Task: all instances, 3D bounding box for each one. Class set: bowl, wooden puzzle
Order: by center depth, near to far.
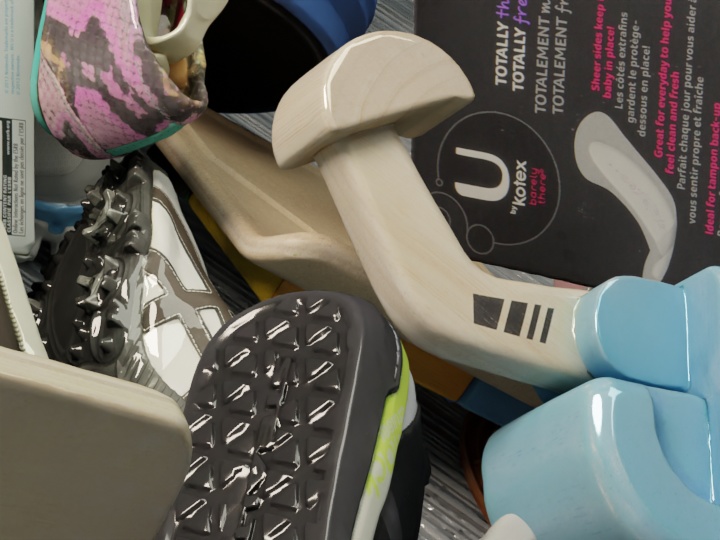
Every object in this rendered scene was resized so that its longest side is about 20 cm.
[{"bbox_3d":[0.000,0.000,0.964,0.184,0.037,0.200,28,7,-32],"label":"wooden puzzle"},{"bbox_3d":[-0.093,-0.111,0.990,0.199,0.040,0.201,13,-15,4],"label":"bowl"}]

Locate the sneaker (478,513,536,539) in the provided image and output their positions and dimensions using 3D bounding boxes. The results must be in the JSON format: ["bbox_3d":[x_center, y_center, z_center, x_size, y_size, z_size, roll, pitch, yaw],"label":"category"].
[{"bbox_3d":[0.043,0.139,0.741,0.099,0.071,0.200,41,18,-2],"label":"sneaker"}]

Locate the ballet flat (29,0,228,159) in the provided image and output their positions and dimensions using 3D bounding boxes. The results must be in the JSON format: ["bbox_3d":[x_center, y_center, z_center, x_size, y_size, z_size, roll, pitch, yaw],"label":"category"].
[{"bbox_3d":[-0.063,-0.133,0.855,0.071,0.202,0.069,-6,-18,26],"label":"ballet flat"}]

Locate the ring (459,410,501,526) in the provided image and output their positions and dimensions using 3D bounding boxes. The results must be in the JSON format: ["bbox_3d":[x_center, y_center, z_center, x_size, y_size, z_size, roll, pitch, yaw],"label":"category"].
[{"bbox_3d":[0.126,0.100,0.982,0.199,0.019,0.201,25,23,-12],"label":"ring"}]

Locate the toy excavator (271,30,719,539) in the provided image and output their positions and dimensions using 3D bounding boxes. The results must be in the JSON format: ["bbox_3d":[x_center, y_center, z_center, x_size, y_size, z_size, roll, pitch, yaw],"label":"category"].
[{"bbox_3d":[0.069,0.033,0.837,0.199,0.100,0.196,11,66,-30],"label":"toy excavator"}]

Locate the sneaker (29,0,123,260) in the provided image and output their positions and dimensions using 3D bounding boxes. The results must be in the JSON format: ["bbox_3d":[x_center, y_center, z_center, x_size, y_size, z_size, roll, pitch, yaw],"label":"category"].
[{"bbox_3d":[-0.159,-0.089,0.942,0.199,0.087,0.075,30,23,3],"label":"sneaker"}]

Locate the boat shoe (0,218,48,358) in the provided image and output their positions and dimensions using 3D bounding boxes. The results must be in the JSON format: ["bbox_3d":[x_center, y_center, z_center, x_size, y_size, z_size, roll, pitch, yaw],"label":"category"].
[{"bbox_3d":[-0.124,0.024,0.711,0.060,0.072,0.202,-10,63,-50],"label":"boat shoe"}]

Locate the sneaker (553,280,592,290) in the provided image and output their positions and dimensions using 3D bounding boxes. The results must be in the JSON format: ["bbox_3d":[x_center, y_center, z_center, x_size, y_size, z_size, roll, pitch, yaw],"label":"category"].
[{"bbox_3d":[0.118,0.009,1.033,0.104,0.076,0.200,35,3,-35],"label":"sneaker"}]

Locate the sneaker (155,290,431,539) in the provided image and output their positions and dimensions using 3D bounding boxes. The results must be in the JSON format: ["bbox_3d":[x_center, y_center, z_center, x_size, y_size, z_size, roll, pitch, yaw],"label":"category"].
[{"bbox_3d":[-0.017,0.097,0.685,0.083,0.071,0.201,60,40,-41],"label":"sneaker"}]

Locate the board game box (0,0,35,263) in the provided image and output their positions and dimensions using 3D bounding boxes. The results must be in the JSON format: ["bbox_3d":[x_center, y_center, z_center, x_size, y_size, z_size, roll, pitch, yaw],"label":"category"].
[{"bbox_3d":[-0.191,-0.079,0.793,0.064,0.149,0.199,-7,-8,42],"label":"board game box"}]

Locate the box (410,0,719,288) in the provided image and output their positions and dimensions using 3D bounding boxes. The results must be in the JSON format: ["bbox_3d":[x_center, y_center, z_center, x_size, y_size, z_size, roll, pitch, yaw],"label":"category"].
[{"bbox_3d":[0.127,-0.059,0.919,0.199,0.123,0.106,13,24,27],"label":"box"}]

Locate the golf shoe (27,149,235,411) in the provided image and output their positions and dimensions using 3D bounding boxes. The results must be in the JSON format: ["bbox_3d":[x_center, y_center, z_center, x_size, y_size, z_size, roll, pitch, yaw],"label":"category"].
[{"bbox_3d":[-0.055,0.044,0.815,0.094,0.078,0.201,26,30,-25],"label":"golf shoe"}]

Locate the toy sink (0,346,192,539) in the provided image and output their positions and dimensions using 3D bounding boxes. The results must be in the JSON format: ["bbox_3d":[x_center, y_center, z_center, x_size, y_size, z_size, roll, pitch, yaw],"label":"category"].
[{"bbox_3d":[-0.159,0.033,0.618,0.199,0.131,0.112,16,25,-29],"label":"toy sink"}]
